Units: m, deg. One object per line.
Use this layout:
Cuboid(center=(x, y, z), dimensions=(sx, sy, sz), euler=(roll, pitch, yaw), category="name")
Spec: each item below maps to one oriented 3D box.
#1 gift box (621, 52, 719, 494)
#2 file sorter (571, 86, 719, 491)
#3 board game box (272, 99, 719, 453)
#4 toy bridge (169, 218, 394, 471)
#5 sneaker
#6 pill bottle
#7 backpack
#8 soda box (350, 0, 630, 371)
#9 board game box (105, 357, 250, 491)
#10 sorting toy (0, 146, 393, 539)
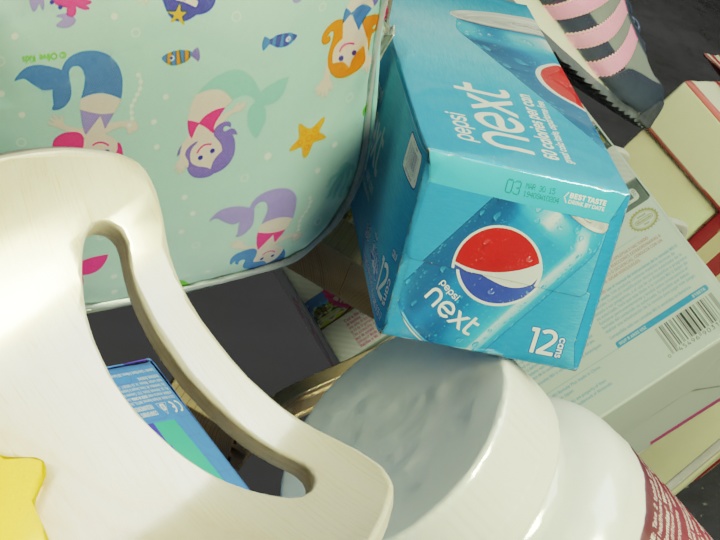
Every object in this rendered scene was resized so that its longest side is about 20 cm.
Cuboid(center=(0.203, -0.008, 1.109), dimensions=(0.185, 0.187, 0.200), euler=(49, 21, 6), category="gift box")
Cuboid(center=(0.097, 0.013, 0.948), dimensions=(0.200, 0.125, 0.139), euler=(53, 21, 20), category="file sorter")
Cuboid(center=(0.048, -0.002, 0.830), dimensions=(0.201, 0.147, 0.064), euler=(57, -4, 28), category="board game box")
Cuboid(center=(0.000, 0.000, 0.755), dimensions=(0.067, 0.027, 0.200), euler=(30, 51, 6), category="toy bridge")
Cuboid(center=(0.109, -0.135, 0.934), dimensions=(0.070, 0.082, 0.200), euler=(38, 2, 36), category="sneaker")
Cuboid(center=(0.067, 0.113, 0.675), dimensions=(0.200, 0.109, 0.110), euler=(47, 17, -31), category="pill bottle")
Cuboid(center=(-0.079, -0.073, 0.646), dimensions=(0.176, 0.201, 0.151), euler=(-12, 51, -19), category="backpack")
Cuboid(center=(0.035, -0.042, 0.684), dimensions=(0.067, 0.065, 0.200), euler=(11, 23, -10), category="soda box")
Cuboid(center=(-0.052, 0.120, 0.563), dimensions=(0.200, 0.045, 0.152), euler=(51, 20, 14), category="board game box")
Cuboid(center=(-0.081, 0.046, 0.469), dimensions=(0.200, 0.107, 0.180), euler=(50, 45, 10), category="sorting toy")
